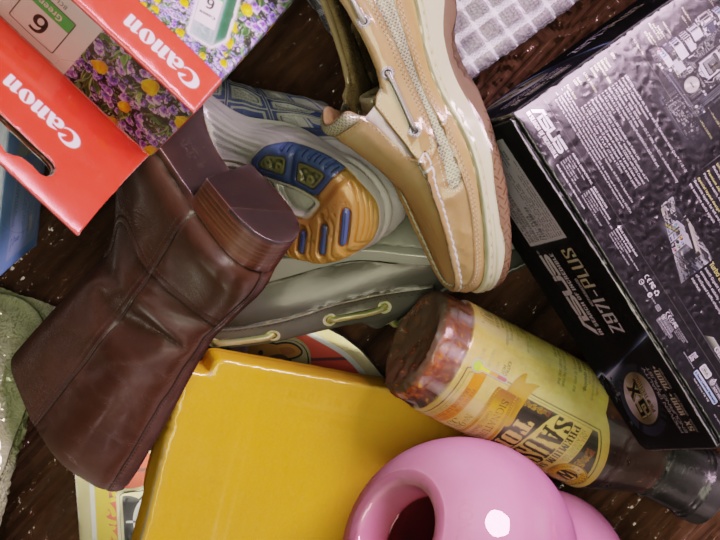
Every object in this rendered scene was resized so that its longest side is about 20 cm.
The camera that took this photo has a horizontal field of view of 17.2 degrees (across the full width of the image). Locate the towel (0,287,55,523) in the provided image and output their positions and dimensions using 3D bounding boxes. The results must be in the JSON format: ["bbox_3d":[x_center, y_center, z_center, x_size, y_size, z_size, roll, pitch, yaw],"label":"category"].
[{"bbox_3d":[-0.249,0.085,1.256,0.148,0.037,0.200,15,65,-5],"label":"towel"}]

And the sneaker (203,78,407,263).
[{"bbox_3d":[-0.060,-0.065,1.257,0.200,0.088,0.075,30,120,23],"label":"sneaker"}]

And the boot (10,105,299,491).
[{"bbox_3d":[-0.138,-0.008,1.228,0.187,0.064,0.200,52,126,23],"label":"boot"}]

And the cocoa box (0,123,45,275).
[{"bbox_3d":[-0.228,-0.106,1.224,0.131,0.133,0.201,7,99,1],"label":"cocoa box"}]

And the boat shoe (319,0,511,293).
[{"bbox_3d":[0.015,-0.078,1.172,0.076,0.072,0.201,-21,99,-22],"label":"boat shoe"}]

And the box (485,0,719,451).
[{"bbox_3d":[0.171,-0.034,1.220,0.164,0.086,0.200,-36,98,-19],"label":"box"}]

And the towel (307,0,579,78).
[{"bbox_3d":[0.053,-0.195,1.228,0.200,0.086,0.166,-36,97,6],"label":"towel"}]

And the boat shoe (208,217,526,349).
[{"bbox_3d":[-0.001,-0.002,1.270,0.201,0.072,0.060,-8,125,-7],"label":"boat shoe"}]

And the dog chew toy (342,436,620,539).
[{"bbox_3d":[0.083,0.164,1.251,0.200,0.125,0.125,27,101,-42],"label":"dog chew toy"}]

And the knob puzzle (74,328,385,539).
[{"bbox_3d":[-0.059,0.109,1.307,0.219,0.030,0.220,0,99,1],"label":"knob puzzle"}]

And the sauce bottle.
[{"bbox_3d":[0.109,0.078,1.261,0.200,0.066,0.066,26,99,-19],"label":"sauce bottle"}]

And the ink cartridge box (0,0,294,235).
[{"bbox_3d":[-0.112,-0.120,1.139,0.109,0.200,0.050,43,138,-8],"label":"ink cartridge box"}]

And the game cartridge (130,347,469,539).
[{"bbox_3d":[-0.037,0.149,1.284,0.176,0.032,0.201,11,100,-18],"label":"game cartridge"}]
